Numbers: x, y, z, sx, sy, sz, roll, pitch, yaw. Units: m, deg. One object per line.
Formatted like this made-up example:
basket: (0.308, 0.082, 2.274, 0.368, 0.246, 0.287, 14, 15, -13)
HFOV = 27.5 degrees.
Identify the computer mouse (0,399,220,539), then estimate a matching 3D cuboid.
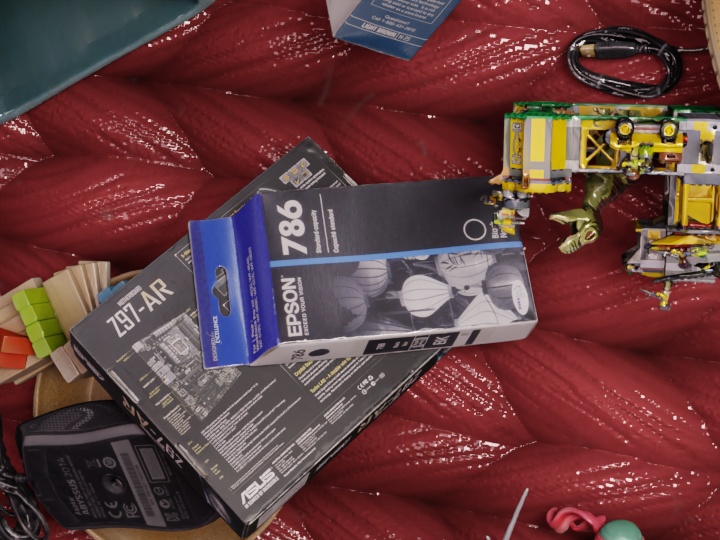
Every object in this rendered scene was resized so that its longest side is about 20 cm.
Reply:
computer mouse: (-0.167, 0.118, 0.953, 0.199, 0.053, 0.139, -1, 121, 20)

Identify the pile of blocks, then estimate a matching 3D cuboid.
pile of blocks: (-0.170, 0.036, 0.952, 0.199, 0.062, 0.083, -2, 93, 19)

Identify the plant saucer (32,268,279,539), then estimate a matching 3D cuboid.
plant saucer: (-0.125, 0.098, 0.992, 0.199, 0.035, 0.201, 1, 93, 19)

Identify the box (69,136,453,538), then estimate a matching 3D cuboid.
box: (-0.051, 0.037, 0.902, 0.200, 0.044, 0.160, -42, 79, -20)

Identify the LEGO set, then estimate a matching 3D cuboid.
LEGO set: (0.143, -0.032, 0.823, 0.153, 0.200, 0.117, 1, 99, 0)

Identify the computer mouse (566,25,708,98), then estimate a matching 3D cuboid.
computer mouse: (0.218, -0.136, 0.862, 0.199, 0.034, 0.059, -8, 92, 20)

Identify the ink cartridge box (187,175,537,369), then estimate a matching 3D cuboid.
ink cartridge box: (0.000, 0.000, 0.880, 0.199, 0.039, 0.100, -6, 70, -10)

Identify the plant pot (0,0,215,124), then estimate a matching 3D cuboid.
plant pot: (-0.246, -0.236, 0.937, 0.196, 0.196, 0.201, -26, 77, 18)

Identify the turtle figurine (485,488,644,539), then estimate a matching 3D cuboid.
turtle figurine: (0.143, 0.223, 0.876, 0.149, 0.101, 0.201, 15, 114, 32)

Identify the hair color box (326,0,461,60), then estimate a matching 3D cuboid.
hair color box: (0.051, -0.224, 0.839, 0.200, 0.060, 0.100, -46, 43, 42)

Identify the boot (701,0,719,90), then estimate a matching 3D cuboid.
boot: (0.272, -0.167, 0.789, 0.166, 0.072, 0.201, -7, 64, 26)
